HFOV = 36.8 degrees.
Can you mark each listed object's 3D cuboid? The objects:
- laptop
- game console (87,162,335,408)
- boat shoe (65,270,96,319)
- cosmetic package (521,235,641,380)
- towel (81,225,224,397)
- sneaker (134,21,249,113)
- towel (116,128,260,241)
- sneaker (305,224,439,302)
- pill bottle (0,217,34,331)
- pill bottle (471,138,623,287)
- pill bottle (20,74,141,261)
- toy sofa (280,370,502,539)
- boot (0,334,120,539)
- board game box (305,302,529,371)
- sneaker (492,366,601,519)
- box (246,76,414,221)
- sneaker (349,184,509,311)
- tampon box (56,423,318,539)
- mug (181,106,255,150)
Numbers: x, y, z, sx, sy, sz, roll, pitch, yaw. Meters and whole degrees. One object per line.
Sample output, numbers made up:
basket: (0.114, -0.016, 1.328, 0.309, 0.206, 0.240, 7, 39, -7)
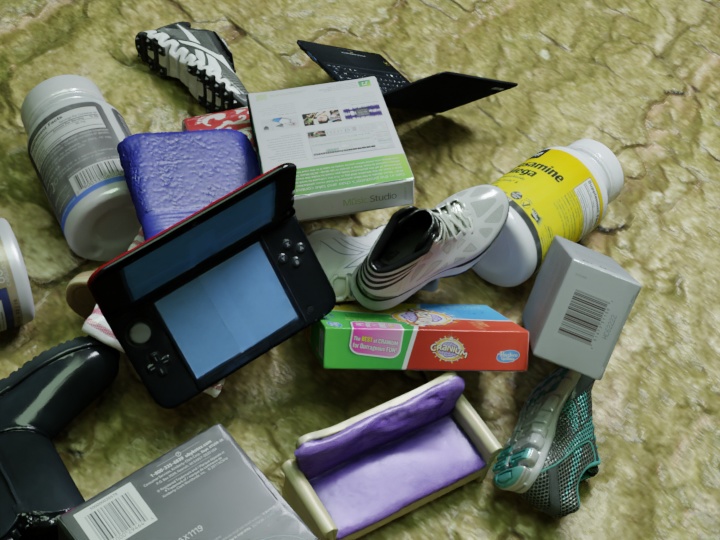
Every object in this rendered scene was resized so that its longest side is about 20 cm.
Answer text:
laptop: (0.057, -0.254, 1.336, 0.200, 0.103, 0.177, 47, 28, 25)
game console: (-0.121, 0.019, 0.958, 0.200, 0.172, 0.119, -31, 19, -13)
boat shoe: (-0.204, 0.023, 1.129, 0.200, 0.071, 0.065, 8, 45, -18)
cosmetic package: (0.217, 0.033, 1.092, 0.071, 0.101, 0.200, 22, 10, 2)
towel: (-0.170, 0.016, 1.079, 0.146, 0.030, 0.200, 26, 51, -5)
sneaker: (-0.187, -0.257, 1.360, 0.200, 0.066, 0.090, 37, 56, 22)
towel: (-0.155, -0.051, 1.090, 0.148, 0.050, 0.200, -6, 61, -28)
sneaker: (0.000, 0.000, 1.151, 0.200, 0.075, 0.087, -14, 40, -33)
pill bottle: (-0.430, 0.025, 1.053, 0.200, 0.111, 0.111, -17, 56, -23)
pill bottle: (0.211, -0.074, 1.253, 0.200, 0.112, 0.112, -34, 64, -32)
pill bottle: (-0.298, -0.117, 1.193, 0.114, 0.114, 0.200, -17, 56, -23)
toy sofa: (0.030, 0.181, 1.019, 0.200, 0.098, 0.083, -20, 57, -26)
boot: (-0.280, 0.166, 0.985, 0.200, 0.076, 0.168, -28, 57, -21)
board game box: (0.052, 0.065, 1.097, 0.200, 0.040, 0.153, 2, 8, -10)
sneaker: (0.205, 0.169, 1.091, 0.091, 0.078, 0.200, 42, 50, -5)
box: (-0.035, -0.127, 1.112, 0.144, 0.036, 0.200, -9, 40, -6)
sneaker: (0.084, -0.037, 1.087, 0.200, 0.115, 0.076, -35, 80, -20)
tampon box: (-0.139, 0.250, 0.863, 0.150, 0.200, 0.126, -28, 61, -31)
mug: (-0.091, -0.134, 1.219, 0.200, 0.178, 0.134, -10, 95, -13)
